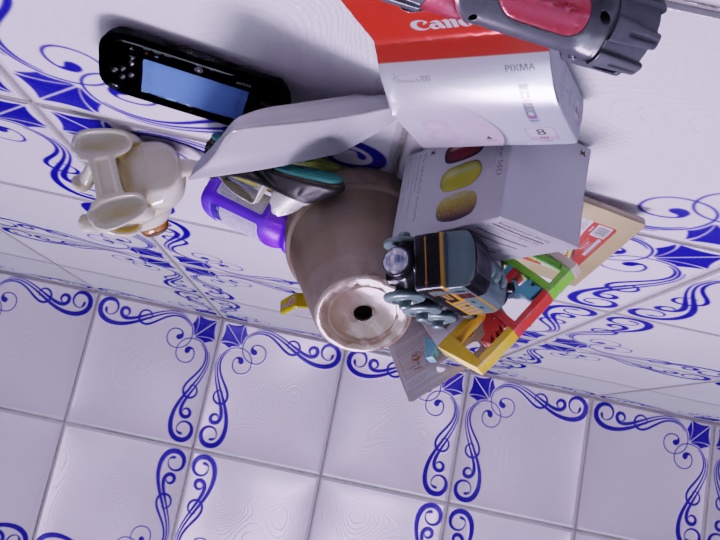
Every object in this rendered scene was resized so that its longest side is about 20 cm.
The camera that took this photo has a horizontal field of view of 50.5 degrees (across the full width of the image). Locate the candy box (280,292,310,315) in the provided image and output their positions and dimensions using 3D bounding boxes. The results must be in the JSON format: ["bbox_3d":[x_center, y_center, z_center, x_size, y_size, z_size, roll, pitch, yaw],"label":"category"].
[{"bbox_3d":[-0.015,0.053,1.156,0.197,0.027,0.102,2,168,-19],"label":"candy box"}]

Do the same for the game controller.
[{"bbox_3d":[-0.172,-0.194,0.796,0.197,0.043,0.104,14,168,-14],"label":"game controller"}]

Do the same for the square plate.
[{"bbox_3d":[-0.070,-0.143,0.802,0.196,0.029,0.200,-14,179,-25],"label":"square plate"}]

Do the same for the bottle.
[{"bbox_3d":[-0.140,-0.075,1.138,0.198,0.066,0.084,26,166,14],"label":"bottle"}]

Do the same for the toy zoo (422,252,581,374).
[{"bbox_3d":[0.153,0.039,0.927,0.131,0.200,0.020,40,175,48],"label":"toy zoo"}]

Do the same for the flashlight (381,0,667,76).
[{"bbox_3d":[0.109,-0.188,0.511,0.197,0.069,0.068,11,-168,-14],"label":"flashlight"}]

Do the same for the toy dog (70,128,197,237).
[{"bbox_3d":[-0.326,-0.123,1.115,0.192,0.141,0.200,-23,176,-18],"label":"toy dog"}]

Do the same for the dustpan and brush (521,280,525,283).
[{"bbox_3d":[0.187,-0.022,1.099,0.197,0.058,0.140,14,148,-8],"label":"dustpan and brush"}]

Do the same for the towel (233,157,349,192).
[{"bbox_3d":[-0.092,-0.133,1.043,0.142,0.023,0.199,21,164,-35],"label":"towel"}]

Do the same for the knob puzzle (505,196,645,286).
[{"bbox_3d":[0.236,-0.058,0.998,0.216,0.031,0.221,10,150,6],"label":"knob puzzle"}]

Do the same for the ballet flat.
[{"bbox_3d":[-0.109,-0.111,0.944,0.198,0.069,0.068,23,-158,23],"label":"ballet flat"}]

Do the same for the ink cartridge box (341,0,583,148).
[{"bbox_3d":[0.090,-0.166,0.656,0.161,0.058,0.199,4,170,30],"label":"ink cartridge box"}]

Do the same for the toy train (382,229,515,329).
[{"bbox_3d":[0.098,0.011,0.838,0.113,0.087,0.200,-6,163,25],"label":"toy train"}]

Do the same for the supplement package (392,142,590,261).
[{"bbox_3d":[0.138,-0.080,0.842,0.108,0.115,0.199,17,166,-27],"label":"supplement package"}]

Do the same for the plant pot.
[{"bbox_3d":[0.000,0.000,0.955,0.197,0.174,0.202,-2,125,-2],"label":"plant pot"}]

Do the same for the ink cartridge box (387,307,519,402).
[{"bbox_3d":[0.111,0.074,0.995,0.160,0.201,0.050,-33,128,8],"label":"ink cartridge box"}]
